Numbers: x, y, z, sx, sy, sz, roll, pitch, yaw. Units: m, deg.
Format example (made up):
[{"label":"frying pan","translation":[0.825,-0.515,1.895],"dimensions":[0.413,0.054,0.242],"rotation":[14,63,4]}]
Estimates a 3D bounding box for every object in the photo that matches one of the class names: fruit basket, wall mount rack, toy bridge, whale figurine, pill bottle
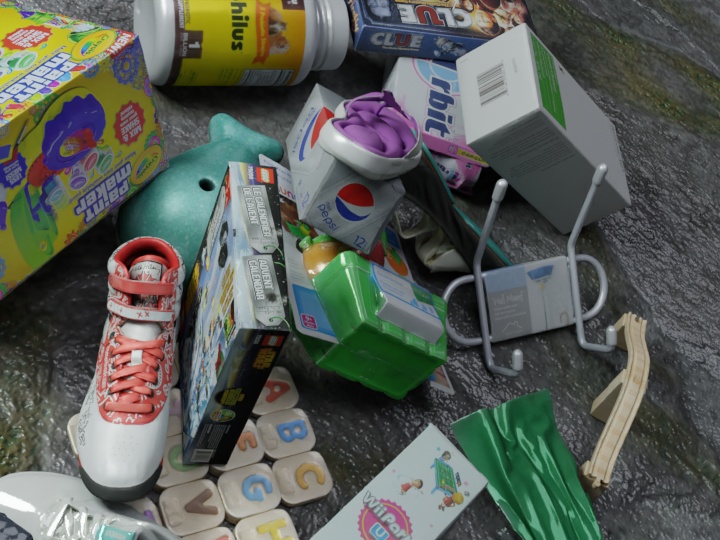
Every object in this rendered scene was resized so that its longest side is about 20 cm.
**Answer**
[{"label":"fruit basket","translation":[0.000,0.000,0.962],"dimensions":[0.184,0.093,0.202],"rotation":[27,39,-39]},{"label":"wall mount rack","translation":[0.168,-0.001,1.031],"dimensions":[0.197,0.074,0.177],"rotation":[-10,96,-28]},{"label":"toy bridge","translation":[0.235,0.115,1.020],"dimensions":[0.027,0.068,0.202],"rotation":[27,50,-2]},{"label":"whale figurine","translation":[-0.128,-0.068,0.972],"dimensions":[0.157,0.104,0.202],"rotation":[28,52,-1]},{"label":"pill bottle","translation":[-0.115,-0.236,1.095],"dimensions":[0.197,0.110,0.111],"rotation":[-5,58,-26]}]

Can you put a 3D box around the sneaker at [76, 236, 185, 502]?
[{"label":"sneaker","translation":[-0.168,0.062,0.824],"dimensions":[0.066,0.109,0.203],"rotation":[6,37,-5]}]

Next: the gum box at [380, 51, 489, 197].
[{"label":"gum box","translation":[0.081,-0.178,1.163],"dimensions":[0.112,0.066,0.203],"rotation":[17,51,-10]}]

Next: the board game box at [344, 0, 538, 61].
[{"label":"board game box","translation":[0.079,-0.279,1.170],"dimensions":[0.196,0.035,0.137],"rotation":[2,55,-20]}]

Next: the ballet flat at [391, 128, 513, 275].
[{"label":"ballet flat","translation":[0.070,-0.046,1.045],"dimensions":[0.200,0.068,0.068],"rotation":[49,4,-33]}]

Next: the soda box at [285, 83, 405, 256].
[{"label":"soda box","translation":[-0.017,-0.092,0.957],"dimensions":[0.067,0.064,0.201],"rotation":[26,20,-17]}]

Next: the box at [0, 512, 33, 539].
[{"label":"box","translation":[-0.331,0.188,0.705],"dimensions":[0.198,0.105,0.149],"rotation":[33,51,3]}]

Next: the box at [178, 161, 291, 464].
[{"label":"box","translation":[-0.098,0.037,0.830],"dimensions":[0.039,0.201,0.139],"rotation":[4,55,-19]}]

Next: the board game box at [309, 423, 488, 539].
[{"label":"board game box","translation":[-0.010,0.220,0.791],"dimensions":[0.064,0.148,0.199],"rotation":[42,51,14]}]

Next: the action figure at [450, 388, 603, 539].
[{"label":"action figure","translation":[0.154,0.207,0.930],"dimensions":[0.117,0.055,0.203],"rotation":[-14,70,-32]}]

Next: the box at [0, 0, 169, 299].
[{"label":"box","translation":[-0.291,-0.102,0.869],"dimensions":[0.190,0.124,0.200],"rotation":[18,45,28]}]

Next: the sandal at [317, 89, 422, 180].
[{"label":"sandal","translation":[0.019,-0.115,0.891],"dimensions":[0.082,0.050,0.203],"rotation":[32,18,-4]}]

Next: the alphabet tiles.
[{"label":"alphabet tiles","translation":[-0.123,0.145,0.882],"dimensions":[0.193,0.015,0.202],"rotation":[-10,60,-28]}]

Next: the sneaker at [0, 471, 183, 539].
[{"label":"sneaker","translation":[-0.172,0.188,0.775],"dimensions":[0.197,0.089,0.076],"rotation":[24,64,2]}]

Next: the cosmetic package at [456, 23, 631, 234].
[{"label":"cosmetic package","translation":[0.181,-0.133,1.101],"dimensions":[0.199,0.084,0.109],"rotation":[32,44,-45]}]
